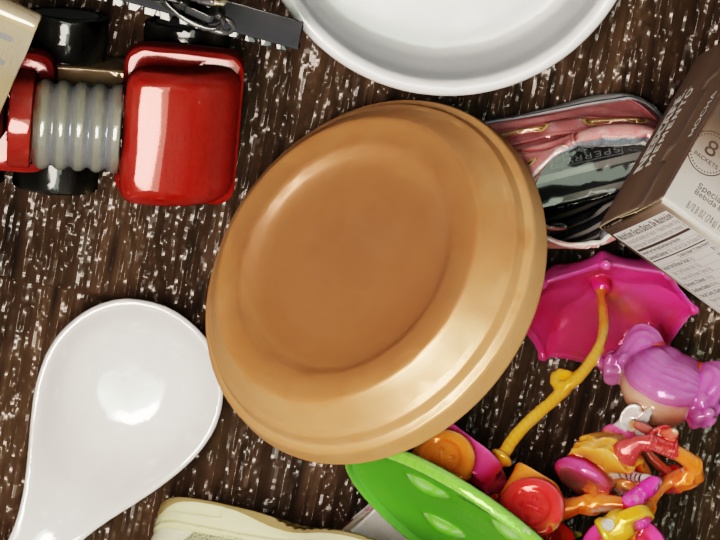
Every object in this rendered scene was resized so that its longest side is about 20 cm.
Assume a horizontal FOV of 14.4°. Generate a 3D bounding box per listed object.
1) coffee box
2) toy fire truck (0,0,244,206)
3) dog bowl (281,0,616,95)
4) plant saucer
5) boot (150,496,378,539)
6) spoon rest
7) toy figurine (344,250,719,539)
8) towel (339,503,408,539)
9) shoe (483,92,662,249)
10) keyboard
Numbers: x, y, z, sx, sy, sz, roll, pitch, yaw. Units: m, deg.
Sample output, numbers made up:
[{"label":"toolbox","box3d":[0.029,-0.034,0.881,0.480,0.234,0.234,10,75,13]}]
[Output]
[{"label":"coffee box","box3d":[0.237,-0.017,1.427,0.200,0.080,0.113,35,71,-9]},{"label":"toy fire truck","box3d":[-0.146,-0.087,1.420,0.176,0.200,0.129,5,103,-4]},{"label":"dog bowl","box3d":[0.044,-0.195,1.466,0.199,0.079,0.201,-1,103,-3]},{"label":"plant saucer","box3d":[0.000,0.000,1.461,0.200,0.200,0.037,-44,140,8]},{"label":"boot","box3d":[-0.041,0.212,1.501,0.200,0.072,0.155,11,66,23]},{"label":"spoon rest","box3d":[-0.150,0.107,1.538,0.099,0.061,0.200,31,101,-9]},{"label":"toy figurine","box3d":[0.123,0.079,1.490,0.200,0.150,0.184,28,71,26]},{"label":"towel","box3d":[0.026,0.203,1.589,0.200,0.023,0.144,-43,103,9]},{"label":"shoe","box3d":[0.070,-0.041,1.497,0.200,0.091,0.072,-16,103,1]},{"label":"keyboard","box3d":[-0.124,-0.140,1.399,0.199,0.127,0.021,14,92,-6]}]
